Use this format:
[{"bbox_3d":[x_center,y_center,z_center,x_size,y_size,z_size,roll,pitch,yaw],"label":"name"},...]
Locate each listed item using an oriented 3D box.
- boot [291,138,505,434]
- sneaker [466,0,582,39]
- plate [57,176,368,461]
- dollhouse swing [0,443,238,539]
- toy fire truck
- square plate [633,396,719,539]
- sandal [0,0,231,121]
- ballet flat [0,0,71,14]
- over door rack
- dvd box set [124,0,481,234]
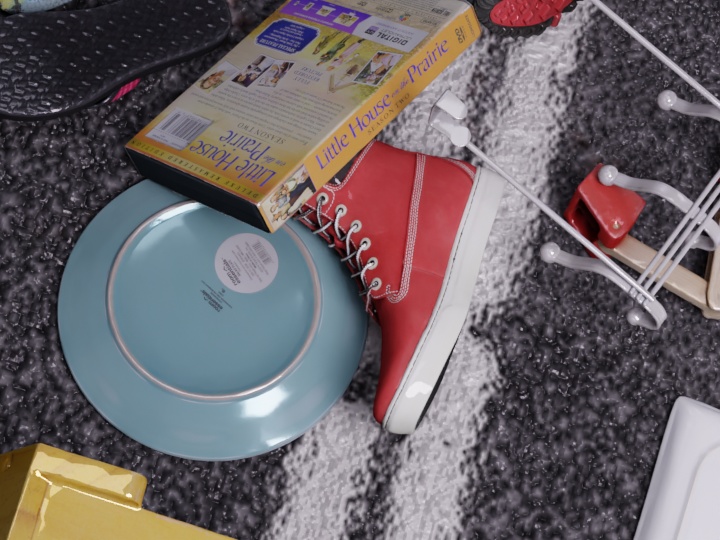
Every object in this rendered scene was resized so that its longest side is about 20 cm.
[{"bbox_3d":[0.000,0.000,1.122,0.143,0.073,0.201,19,55,-3],"label":"boot"},{"bbox_3d":[0.131,-0.238,1.248,0.095,0.080,0.200,39,61,20],"label":"sneaker"},{"bbox_3d":[-0.092,0.020,1.137,0.198,0.026,0.202,2,68,-4],"label":"plate"},{"bbox_3d":[-0.158,0.227,1.014,0.175,0.181,0.201,26,64,-28],"label":"dollhouse swing"},{"bbox_3d":[0.248,-0.016,1.174,0.141,0.049,0.200,-41,78,-19],"label":"toy fire truck"},{"bbox_3d":[0.262,0.196,1.101,0.199,0.028,0.199,21,67,3],"label":"square plate"},{"bbox_3d":[-0.176,-0.140,1.190,0.199,0.045,0.075,-21,77,-29],"label":"sandal"},{"bbox_3d":[-0.167,-0.244,1.215,0.199,0.074,0.074,-35,75,-18],"label":"ballet flat"},{"bbox_3d":[0.149,-0.082,1.118,0.200,0.067,0.148,43,71,-12],"label":"over door rack"},{"bbox_3d":[-0.037,-0.115,1.153,0.200,0.029,0.146,-45,41,-21],"label":"dvd box set"}]
